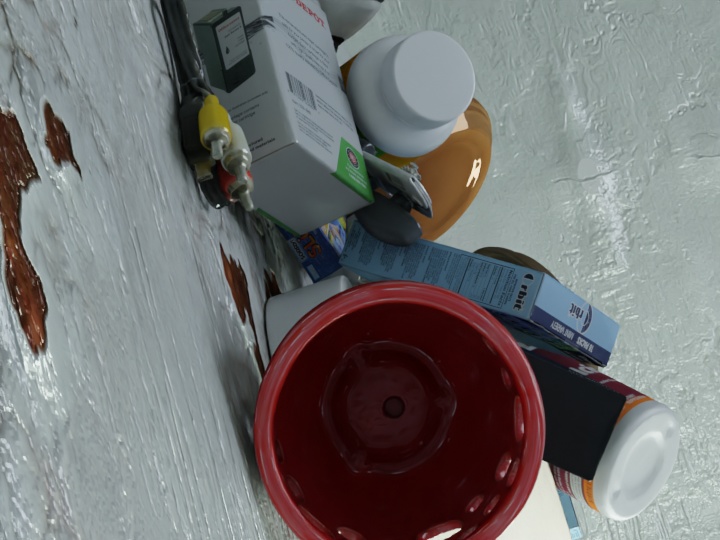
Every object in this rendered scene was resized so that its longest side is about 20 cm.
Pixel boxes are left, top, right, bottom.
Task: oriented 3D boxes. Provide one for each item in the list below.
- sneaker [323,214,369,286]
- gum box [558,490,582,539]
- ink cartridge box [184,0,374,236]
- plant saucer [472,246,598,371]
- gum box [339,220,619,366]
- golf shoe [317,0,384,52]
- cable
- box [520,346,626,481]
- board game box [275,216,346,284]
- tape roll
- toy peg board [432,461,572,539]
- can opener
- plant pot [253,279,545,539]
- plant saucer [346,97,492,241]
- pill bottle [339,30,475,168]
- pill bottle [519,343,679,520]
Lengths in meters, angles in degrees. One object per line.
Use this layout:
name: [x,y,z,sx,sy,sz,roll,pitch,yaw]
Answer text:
sneaker: [0.000,0.000,1.525,0.070,0.080,0.201,28,32,-19]
gum box: [0.117,0.228,1.686,0.045,0.198,0.171,62,12,-62]
ink cartridge box: [-0.074,-0.151,1.334,0.146,0.084,0.201,33,38,-57]
plant saucer: [0.171,0.064,1.580,0.200,0.029,0.201,45,-30,34]
gum box: [0.107,0.021,1.408,0.170,0.199,0.045,30,80,-54]
golf shoe: [-0.047,-0.206,1.478,0.077,0.199,0.095,10,68,-41]
cable: [-0.112,-0.129,1.208,0.097,0.050,0.201,68,9,-53]
box: [0.112,0.096,1.309,0.141,0.199,0.079,11,103,-82]
board game box: [-0.062,-0.078,1.502,0.136,0.034,0.200,58,9,-13]
tape roll: [-0.018,0.109,1.359,0.202,0.070,0.204,-18,90,-85]
toy peg board: [0.080,0.247,1.455,0.098,0.198,0.201,47,-14,42]
can opener: [-0.009,-0.087,1.394,0.200,0.066,0.053,35,-19,45]
plant pot: [0.022,0.105,1.142,0.182,0.199,0.202,-142,-146,-86]
plant saucer: [0.071,-0.092,1.668,0.037,0.200,0.200,42,-10,28]
pill bottle: [0.024,-0.151,1.461,0.200,0.110,0.112,-24,-98,64]
pill bottle: [0.185,0.138,1.466,0.199,0.114,0.115,26,-30,40]
